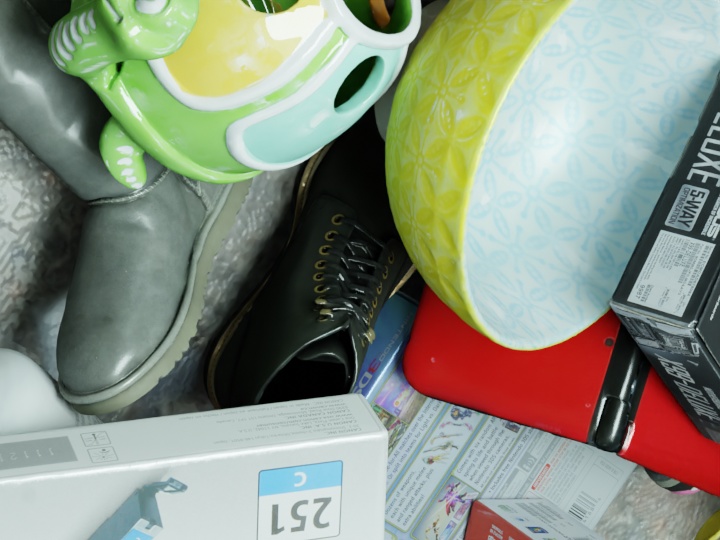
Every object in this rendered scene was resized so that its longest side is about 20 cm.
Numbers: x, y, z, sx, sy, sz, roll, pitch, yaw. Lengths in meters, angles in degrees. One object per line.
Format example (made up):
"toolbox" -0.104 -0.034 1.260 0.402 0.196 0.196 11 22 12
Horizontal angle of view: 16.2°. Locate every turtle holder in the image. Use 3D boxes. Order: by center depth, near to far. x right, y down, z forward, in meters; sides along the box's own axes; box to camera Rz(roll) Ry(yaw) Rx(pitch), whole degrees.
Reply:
"turtle holder" -0.059 -0.120 1.123 0.186 0.132 0.141 33 50 -47

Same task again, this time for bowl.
"bowl" 0.072 -0.073 1.191 0.200 0.108 0.200 -33 137 -37

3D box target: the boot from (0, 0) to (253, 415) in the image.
"boot" -0.140 -0.059 1.152 0.200 0.073 0.182 54 39 -38

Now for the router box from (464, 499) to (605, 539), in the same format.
"router box" 0.111 0.235 1.292 0.049 0.200 0.180 3 106 -32

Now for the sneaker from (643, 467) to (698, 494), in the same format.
"sneaker" 0.153 0.028 1.375 0.087 0.074 0.200 -10 107 -26

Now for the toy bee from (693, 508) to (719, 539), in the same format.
"toy bee" 0.244 0.132 1.388 0.109 0.200 0.131 -17 140 -49

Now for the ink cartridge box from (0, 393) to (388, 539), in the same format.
"ink cartridge box" -0.090 0.151 1.152 0.200 0.045 0.176 -6 118 -17

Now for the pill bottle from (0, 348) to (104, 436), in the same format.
"pill bottle" -0.172 0.102 1.190 0.114 0.114 0.200 -48 123 -7

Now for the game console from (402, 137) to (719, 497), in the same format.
"game console" 0.137 -0.004 1.313 0.119 0.172 0.200 40 66 -72

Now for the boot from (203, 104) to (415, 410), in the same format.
"boot" 0.000 0.000 1.228 0.077 0.138 0.200 26 92 -11

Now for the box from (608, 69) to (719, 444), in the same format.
"box" 0.205 -0.027 1.245 0.200 0.050 0.158 -63 146 -16

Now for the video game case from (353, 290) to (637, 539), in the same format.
"video game case" 0.029 0.137 1.356 0.181 0.045 0.200 35 88 -35
